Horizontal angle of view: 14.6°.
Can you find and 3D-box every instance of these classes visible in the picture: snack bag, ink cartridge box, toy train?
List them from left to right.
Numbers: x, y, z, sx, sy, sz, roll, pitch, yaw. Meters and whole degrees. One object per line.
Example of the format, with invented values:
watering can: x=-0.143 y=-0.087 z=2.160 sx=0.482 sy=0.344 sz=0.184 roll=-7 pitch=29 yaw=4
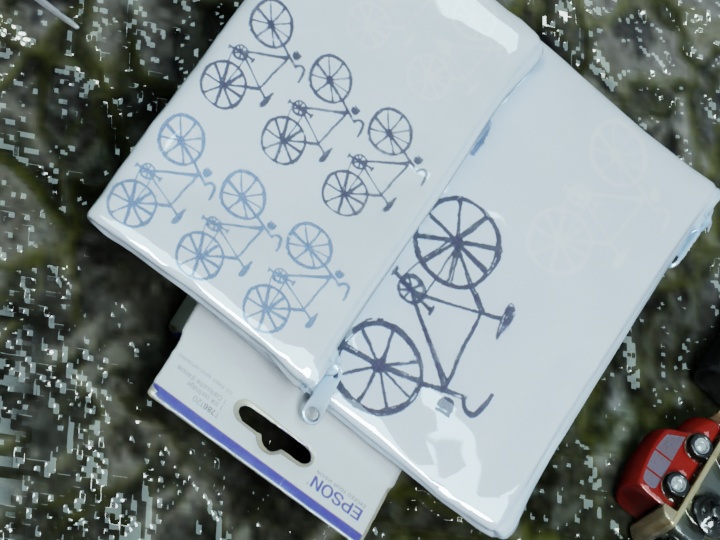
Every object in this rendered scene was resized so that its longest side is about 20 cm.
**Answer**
ink cartridge box: x=0.000 y=0.000 z=1.049 sx=0.099 sy=0.039 sz=0.200 roll=38 pitch=60 yaw=-11
snack bag: x=0.023 y=-0.023 z=1.034 sx=0.200 sy=0.021 sz=0.189 roll=40 pitch=60 yaw=-9
toy train: x=0.124 y=0.082 z=1.086 sx=0.046 sy=0.034 sz=0.200 roll=39 pitch=61 yaw=-6

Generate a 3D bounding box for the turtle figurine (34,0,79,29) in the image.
turtle figurine: x=-0.119 y=-0.198 z=1.024 sx=0.150 sy=0.101 sz=0.200 roll=-33 pitch=84 yaw=-30
